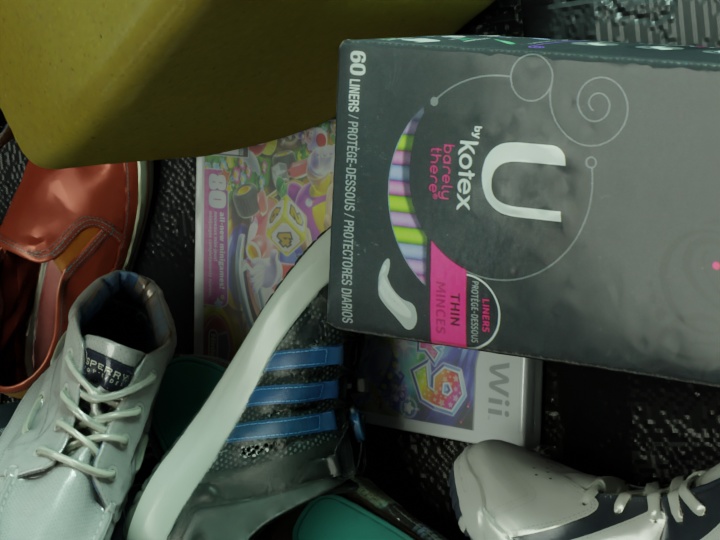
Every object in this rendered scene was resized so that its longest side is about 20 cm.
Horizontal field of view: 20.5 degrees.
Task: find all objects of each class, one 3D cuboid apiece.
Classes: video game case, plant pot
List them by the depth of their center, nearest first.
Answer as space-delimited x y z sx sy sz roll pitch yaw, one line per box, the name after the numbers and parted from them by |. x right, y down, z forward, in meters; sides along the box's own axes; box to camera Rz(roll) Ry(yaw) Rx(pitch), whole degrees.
-0.080 -0.150 0.881 0.200 0.195 0.195 -45 66 39 | plant pot
0.000 0.000 0.942 0.199 0.018 0.144 7 100 37 | video game case

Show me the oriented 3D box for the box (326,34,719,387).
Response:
0.098 -0.029 0.795 0.199 0.106 0.123 7 100 29 | box

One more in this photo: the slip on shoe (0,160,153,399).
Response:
-0.156 -0.023 1.033 0.074 0.061 0.201 23 108 35 | slip on shoe

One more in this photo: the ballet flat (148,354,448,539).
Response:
-0.025 0.115 0.945 0.200 0.074 0.074 41 118 27 | ballet flat

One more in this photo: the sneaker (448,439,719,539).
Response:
0.137 0.093 0.810 0.199 0.079 0.130 35 114 29 | sneaker

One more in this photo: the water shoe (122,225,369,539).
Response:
-0.025 0.065 0.898 0.079 0.072 0.201 34 90 7 | water shoe

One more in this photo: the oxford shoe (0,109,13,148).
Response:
-0.179 -0.131 0.987 0.070 0.075 0.201 13 138 2 | oxford shoe

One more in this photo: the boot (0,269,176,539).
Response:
-0.129 0.072 0.883 0.073 0.200 0.096 20 115 -10 | boot

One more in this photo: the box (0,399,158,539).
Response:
-0.114 0.159 0.969 0.200 0.148 0.107 39 118 28 | box
